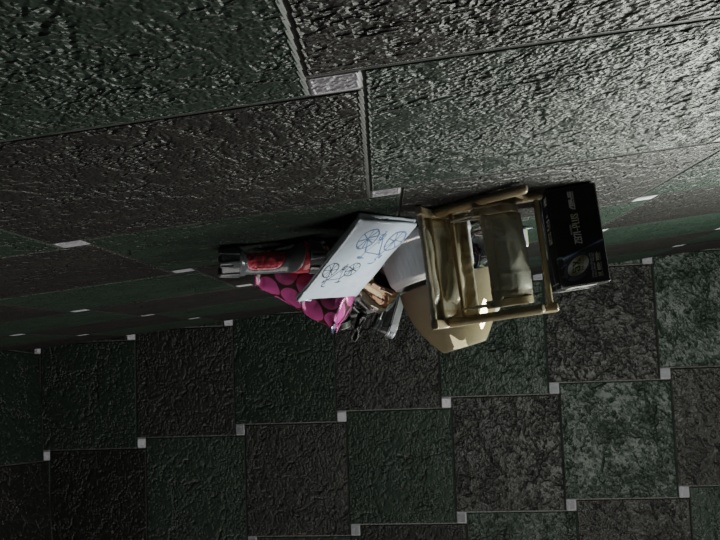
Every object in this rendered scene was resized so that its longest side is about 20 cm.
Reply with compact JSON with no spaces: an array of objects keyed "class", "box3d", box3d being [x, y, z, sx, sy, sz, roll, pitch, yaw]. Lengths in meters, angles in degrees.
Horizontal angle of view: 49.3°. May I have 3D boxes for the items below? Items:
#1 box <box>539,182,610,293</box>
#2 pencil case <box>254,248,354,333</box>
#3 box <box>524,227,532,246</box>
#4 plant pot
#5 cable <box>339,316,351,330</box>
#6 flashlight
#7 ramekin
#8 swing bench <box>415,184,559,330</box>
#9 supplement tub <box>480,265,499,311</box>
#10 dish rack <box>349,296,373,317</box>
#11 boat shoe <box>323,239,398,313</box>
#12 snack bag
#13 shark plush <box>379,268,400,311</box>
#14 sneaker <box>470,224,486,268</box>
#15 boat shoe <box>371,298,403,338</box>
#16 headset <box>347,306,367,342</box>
[{"class":"box","box3d":[0.370,-0.050,1.382,0.084,0.169,0.200,-8,175,7]},{"class":"pencil case","box3d":[-0.112,0.039,1.516,0.091,0.197,0.095,-50,163,-42]},{"class":"box","box3d":[0.279,-0.062,1.744,0.196,0.049,0.121,-3,173,-36]},{"class":"plant pot","box3d":[0.191,0.087,1.576,0.195,0.138,0.200,-17,174,-2]},{"class":"cable","box3d":[-0.054,0.111,1.889,0.095,0.052,0.199,-7,-160,-23]},{"class":"flashlight","box3d":[-0.164,-0.023,1.448,0.194,0.070,0.068,-2,178,-15]},{"class":"ramekin","box3d":[0.130,-0.025,1.523,0.197,0.097,0.202,-16,173,-2]},{"class":"swing bench","box3d":[0.205,-0.017,1.290,0.195,0.205,0.129,-10,174,25]},{"class":"supplement tub","box3d":[0.220,0.034,1.810,0.142,0.149,0.200,-5,-157,-27]},{"class":"dish rack","box3d":[-0.039,0.023,1.731,0.199,0.044,0.170,38,147,-26]},{"class":"boat shoe","box3d":[0.000,0.000,1.551,0.071,0.077,0.199,-37,122,22]},{"class":"snack bag","box3d":[-0.006,-0.020,1.377,0.201,0.022,0.187,-51,155,25]},{"class":"shark plush","box3d":[0.093,-0.004,1.677,0.090,0.084,0.200,-19,-160,47]},{"class":"sneaker","box3d":[0.210,-0.022,1.619,0.199,0.081,0.075,-36,-176,41]},{"class":"boat shoe","box3d":[0.065,0.067,1.856,0.067,0.203,0.074,22,144,-8]},{"class":"headset","box3d":[-0.067,0.083,1.682,0.197,0.096,0.123,17,175,38]}]
